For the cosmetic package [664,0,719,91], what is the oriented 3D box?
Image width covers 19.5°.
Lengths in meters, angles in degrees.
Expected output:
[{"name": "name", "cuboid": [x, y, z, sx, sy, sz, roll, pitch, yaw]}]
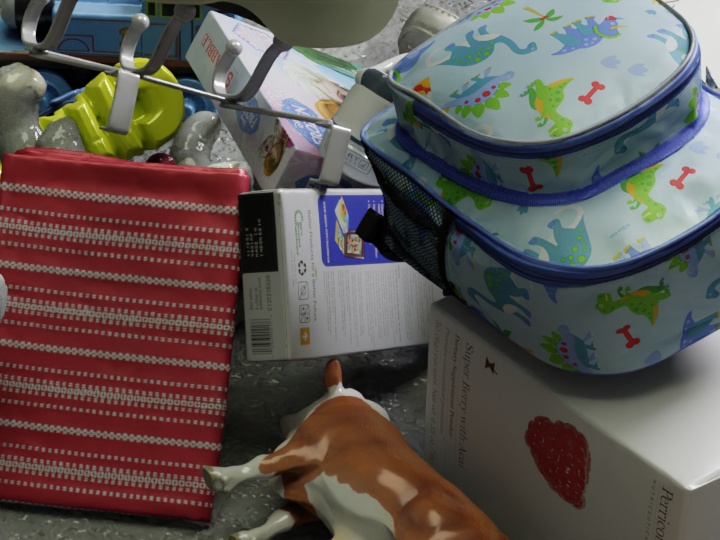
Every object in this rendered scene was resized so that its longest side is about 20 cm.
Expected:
[{"name": "cosmetic package", "cuboid": [0.257, -0.109, 1.418, 0.150, 0.052, 0.201, -9, 63, -12]}]

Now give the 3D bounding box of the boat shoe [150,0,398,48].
[{"name": "boat shoe", "cuboid": [-0.064, -0.182, 1.224, 0.200, 0.074, 0.063, 9, 29, -37]}]

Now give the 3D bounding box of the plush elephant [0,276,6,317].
[{"name": "plush elephant", "cuboid": [-0.309, 0.028, 1.164, 0.199, 0.165, 0.155, 28, 3, -4]}]

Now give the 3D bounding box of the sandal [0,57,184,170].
[{"name": "sandal", "cuboid": [-0.217, -0.077, 1.425, 0.199, 0.080, 0.087, -22, 2, -21]}]

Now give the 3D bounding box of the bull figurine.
[{"name": "bull figurine", "cuboid": [-0.006, 0.122, 1.120, 0.121, 0.065, 0.200, -26, 36, -26]}]

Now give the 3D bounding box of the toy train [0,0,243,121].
[{"name": "toy train", "cuboid": [-0.173, -0.167, 1.512, 0.199, 0.115, 0.087, 4, 32, 1]}]

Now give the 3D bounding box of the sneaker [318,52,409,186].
[{"name": "sneaker", "cuboid": [0.040, -0.098, 1.303, 0.073, 0.071, 0.200, 34, 18, 9]}]

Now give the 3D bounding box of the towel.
[{"name": "towel", "cuboid": [-0.140, 0.033, 1.166, 0.144, 0.201, 0.022, 5, -8, 6]}]

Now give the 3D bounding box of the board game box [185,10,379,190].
[{"name": "board game box", "cuboid": [0.002, -0.083, 1.382, 0.199, 0.041, 0.200, 17, 24, -31]}]

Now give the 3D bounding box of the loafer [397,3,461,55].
[{"name": "loafer", "cuboid": [0.077, -0.148, 1.417, 0.070, 0.070, 0.200, 32, 1, 16]}]

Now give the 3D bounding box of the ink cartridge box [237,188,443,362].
[{"name": "ink cartridge box", "cuboid": [0.000, 0.000, 1.230, 0.037, 0.095, 0.200, -3, 0, 35]}]

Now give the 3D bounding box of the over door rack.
[{"name": "over door rack", "cuboid": [-0.101, -0.119, 1.218, 0.147, 0.067, 0.200, 12, 14, -28]}]

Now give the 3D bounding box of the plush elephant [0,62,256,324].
[{"name": "plush elephant", "cuboid": [-0.128, -0.035, 1.275, 0.154, 0.165, 0.201, -17, 63, -8]}]

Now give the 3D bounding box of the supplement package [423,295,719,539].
[{"name": "supplement package", "cuboid": [0.141, 0.091, 1.122, 0.119, 0.122, 0.200, -22, 39, -32]}]

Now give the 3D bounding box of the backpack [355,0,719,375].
[{"name": "backpack", "cuboid": [0.113, -0.052, 1.083, 0.182, 0.147, 0.200, -30, 45, -18]}]
